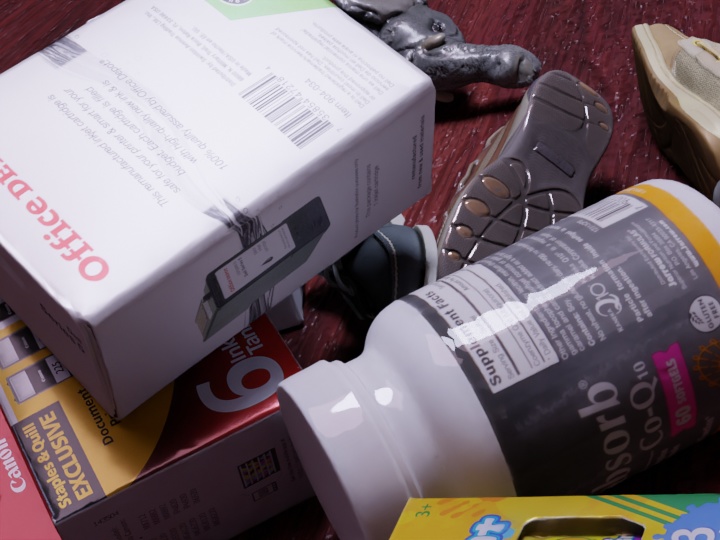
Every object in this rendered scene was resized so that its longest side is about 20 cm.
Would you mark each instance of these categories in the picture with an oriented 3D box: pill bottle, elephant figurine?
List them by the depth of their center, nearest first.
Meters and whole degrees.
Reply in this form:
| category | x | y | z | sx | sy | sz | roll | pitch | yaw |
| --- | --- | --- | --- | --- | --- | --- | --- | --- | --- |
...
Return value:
| category | x | y | z | sx | sy | sz | roll | pitch | yaw |
| --- | --- | --- | --- | --- | --- | --- | --- | --- | --- |
| pill bottle | 0.073 | 0.048 | 0.624 | 0.200 | 0.116 | 0.116 | -26 | 26 | -12 |
| elephant figurine | 0.017 | -0.168 | 1.122 | 0.200 | 0.155 | 0.142 | -12 | -19 | -10 |

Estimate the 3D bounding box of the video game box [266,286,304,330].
| category | x | y | z | sx | sy | sz | roll | pitch | yaw |
| --- | --- | --- | --- | --- | --- | --- | --- | --- | --- |
| video game box | -0.135 | 0.002 | 0.948 | 0.200 | 0.047 | 0.182 | -16 | 28 | 7 |

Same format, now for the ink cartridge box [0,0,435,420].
| category | x | y | z | sx | sy | sz | roll | pitch | yaw |
| --- | --- | --- | --- | --- | --- | --- | --- | --- | --- |
| ink cartridge box | -0.085 | -0.050 | 0.676 | 0.200 | 0.084 | 0.145 | -36 | 61 | -23 |

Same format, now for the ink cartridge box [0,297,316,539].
| category | x | y | z | sx | sy | sz | roll | pitch | yaw |
| --- | --- | --- | --- | --- | --- | --- | --- | --- | --- |
| ink cartridge box | -0.136 | 0.054 | 0.713 | 0.175 | 0.084 | 0.200 | -27 | 52 | -14 |

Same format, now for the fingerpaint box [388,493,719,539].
| category | x | y | z | sx | sy | sz | roll | pitch | yaw |
| --- | --- | --- | --- | --- | --- | --- | --- | --- | --- |
| fingerpaint box | 0.068 | 0.157 | 0.455 | 0.167 | 0.073 | 0.200 | -5 | 28 | 27 |

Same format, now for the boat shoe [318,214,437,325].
| category | x | y | z | sx | sy | sz | roll | pitch | yaw |
| --- | --- | --- | --- | --- | --- | --- | --- | --- | --- |
| boat shoe | 0.000 | 0.000 | 0.808 | 0.062 | 0.073 | 0.200 | 4 | 15 | -11 |

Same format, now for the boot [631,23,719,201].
| category | x | y | z | sx | sy | sz | roll | pitch | yaw |
| --- | --- | --- | --- | --- | --- | --- | --- | --- | --- |
| boot | 0.258 | -0.119 | 0.881 | 0.155 | 0.073 | 0.200 | -18 | 27 | 3 |

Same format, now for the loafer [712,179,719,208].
| category | x | y | z | sx | sy | sz | roll | pitch | yaw |
| --- | --- | --- | --- | --- | --- | --- | --- | --- | --- |
| loafer | 0.282 | -0.046 | 0.735 | 0.200 | 0.075 | 0.070 | -8 | 15 | 12 |

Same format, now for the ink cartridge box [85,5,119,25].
| category | x | y | z | sx | sy | sz | roll | pitch | yaw |
| --- | --- | --- | --- | --- | --- | --- | --- | --- | --- |
| ink cartridge box | -0.098 | -0.077 | 0.815 | 0.095 | 0.200 | 0.037 | -31 | 57 | -24 |

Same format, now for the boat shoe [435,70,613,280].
| category | x | y | z | sx | sy | sz | roll | pitch | yaw |
| --- | --- | --- | --- | --- | --- | --- | --- | --- | --- |
| boat shoe | 0.089 | -0.035 | 0.851 | 0.200 | 0.076 | 0.072 | -54 | 7 | -38 |
